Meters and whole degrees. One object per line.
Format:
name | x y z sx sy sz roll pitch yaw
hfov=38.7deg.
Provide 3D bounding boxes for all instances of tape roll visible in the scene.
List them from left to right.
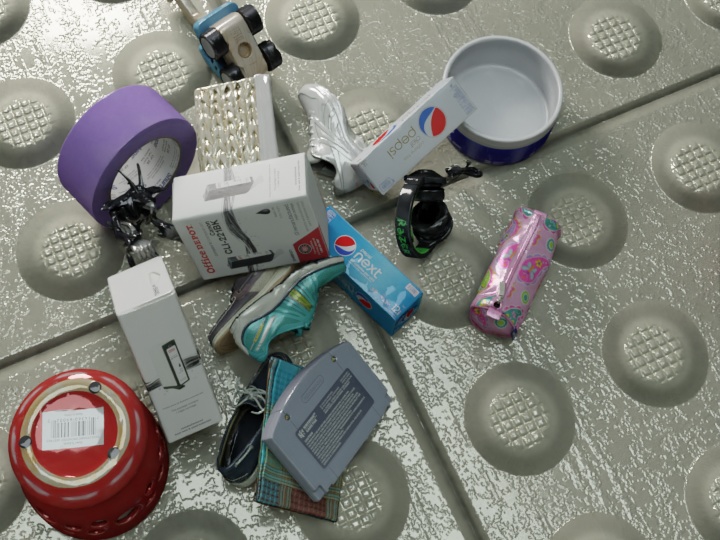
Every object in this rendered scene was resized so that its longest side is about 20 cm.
tape roll | -0.342 -0.167 1.517 0.085 0.201 0.200 42 70 17

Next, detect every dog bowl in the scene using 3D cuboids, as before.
dog bowl | 0.226 -0.277 1.671 0.196 0.079 0.203 2 67 -3

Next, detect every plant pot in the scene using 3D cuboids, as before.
plant pot | -0.360 0.242 1.353 0.196 0.183 0.204 1 68 -3

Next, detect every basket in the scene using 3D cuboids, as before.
basket | -0.185 -0.177 1.571 0.121 0.136 0.203 -7 67 -4

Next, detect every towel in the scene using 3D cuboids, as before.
towel | -0.076 0.233 1.419 0.145 0.022 0.203 23 61 -34

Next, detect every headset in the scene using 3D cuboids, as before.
headset | 0.116 -0.102 1.565 0.093 0.125 0.201 6 39 25

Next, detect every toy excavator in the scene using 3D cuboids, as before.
toy excavator | -0.243 -0.394 1.686 0.100 0.199 0.196 -38 118 -19

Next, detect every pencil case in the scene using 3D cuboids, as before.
pencil case | 0.234 0.004 1.547 0.086 0.088 0.202 26 66 8

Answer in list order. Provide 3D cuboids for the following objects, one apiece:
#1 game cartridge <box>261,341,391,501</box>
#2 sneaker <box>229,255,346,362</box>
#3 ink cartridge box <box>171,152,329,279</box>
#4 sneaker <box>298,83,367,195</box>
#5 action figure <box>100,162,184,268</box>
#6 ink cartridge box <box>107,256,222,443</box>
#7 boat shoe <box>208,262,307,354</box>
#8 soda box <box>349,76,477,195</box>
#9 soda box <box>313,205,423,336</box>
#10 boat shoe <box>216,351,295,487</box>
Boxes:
game cartridge | -0.047 0.199 1.415 0.134 0.041 0.200 49 52 -10
sneaker | -0.095 0.052 1.462 0.199 0.077 0.080 -39 90 -19
ink cartridge box | -0.155 -0.075 1.463 0.196 0.145 0.085 -9 53 8
sneaker | -0.057 -0.208 1.626 0.098 0.078 0.201 -29 70 -12
action figure | -0.305 -0.046 1.470 0.101 0.203 0.118 19 31 30
ink cartridge box | -0.265 0.104 1.384 0.083 0.203 0.146 -22 24 -11
boat shoe | -0.160 0.037 1.517 0.064 0.072 0.200 33 70 22
soda box | 0.079 -0.204 1.563 0.200 0.068 0.064 -42 103 -5
soda box | 0.000 0.000 1.541 0.064 0.068 0.200 -41 75 -19
boat shoe | -0.149 0.200 1.441 0.074 0.062 0.202 11 65 31
